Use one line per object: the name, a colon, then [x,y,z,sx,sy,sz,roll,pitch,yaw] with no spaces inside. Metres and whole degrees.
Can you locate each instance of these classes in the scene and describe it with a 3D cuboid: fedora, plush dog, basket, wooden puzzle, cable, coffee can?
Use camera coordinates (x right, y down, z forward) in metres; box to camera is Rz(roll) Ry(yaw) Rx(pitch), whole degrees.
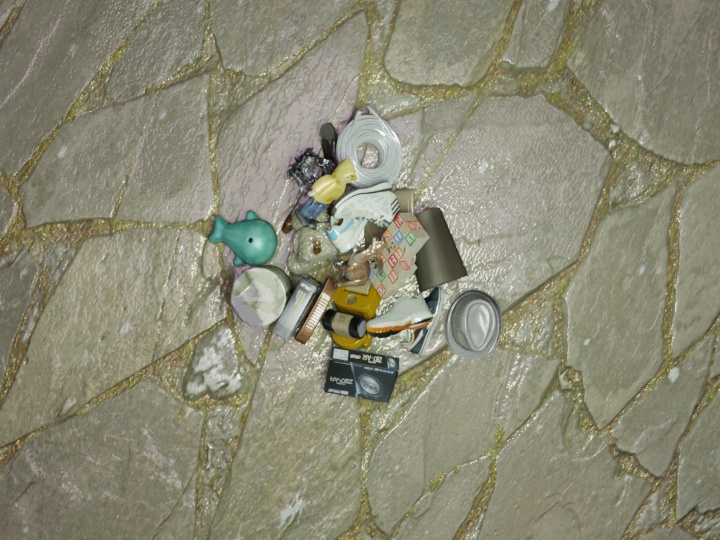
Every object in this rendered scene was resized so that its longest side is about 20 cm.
fedora: [0.330,0.159,1.619,0.170,0.090,0.208,9,92,-3]
plush dog: [-0.134,-0.107,1.573,0.194,0.161,0.177,-19,70,-1]
basket: [0.201,-0.059,1.580,0.134,0.178,0.206,-22,85,39]
wooden puzzle: [0.082,-0.116,1.577,0.037,0.181,0.208,-1,91,-46]
cable: [0.022,-0.322,1.576,0.199,0.069,0.203,39,79,-16]
coffee can: [-0.261,0.064,1.534,0.141,0.200,0.152,0,92,-2]

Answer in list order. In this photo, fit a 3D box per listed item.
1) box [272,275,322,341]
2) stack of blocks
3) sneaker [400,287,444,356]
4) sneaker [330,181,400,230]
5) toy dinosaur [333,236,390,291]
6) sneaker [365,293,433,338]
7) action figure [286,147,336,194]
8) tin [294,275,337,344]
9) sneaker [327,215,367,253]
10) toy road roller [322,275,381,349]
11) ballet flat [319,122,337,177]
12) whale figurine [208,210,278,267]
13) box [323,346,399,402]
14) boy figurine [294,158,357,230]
box: [-0.168,0.097,1.540,0.047,0.200,0.162,29,91,0]
stack of blocks: [0.095,-0.039,1.497,0.117,0.058,0.201,55,129,23]
sneaker: [0.176,0.138,1.618,0.077,0.078,0.206,19,93,-9]
sneaker: [0.025,-0.152,1.481,0.196,0.076,0.117,-23,71,-27]
toy dinosaur: [0.000,0.000,1.503,0.131,0.201,0.088,1,60,-15]
sneaker: [0.098,0.119,1.547,0.194,0.076,0.094,-10,64,-21]
action figure: [-0.135,-0.267,1.545,0.119,0.199,0.103,-44,116,-5]
tin: [-0.123,0.112,1.587,0.041,0.112,0.204,29,92,-3]
sneaker: [-0.030,-0.144,1.550,0.075,0.203,0.081,-23,122,36]
toy road roller: [-0.009,0.125,1.592,0.120,0.147,0.204,11,59,28]
ballet flat: [-0.081,-0.312,1.607,0.065,0.046,0.208,-5,96,18]
whale figurine: [-0.327,-0.090,1.572,0.194,0.104,0.164,19,89,2]
box: [0.001,0.293,1.588,0.193,0.044,0.163,10,134,-3]
boy figurine: [-0.079,-0.198,1.460,0.200,0.123,0.065,-45,61,17]
